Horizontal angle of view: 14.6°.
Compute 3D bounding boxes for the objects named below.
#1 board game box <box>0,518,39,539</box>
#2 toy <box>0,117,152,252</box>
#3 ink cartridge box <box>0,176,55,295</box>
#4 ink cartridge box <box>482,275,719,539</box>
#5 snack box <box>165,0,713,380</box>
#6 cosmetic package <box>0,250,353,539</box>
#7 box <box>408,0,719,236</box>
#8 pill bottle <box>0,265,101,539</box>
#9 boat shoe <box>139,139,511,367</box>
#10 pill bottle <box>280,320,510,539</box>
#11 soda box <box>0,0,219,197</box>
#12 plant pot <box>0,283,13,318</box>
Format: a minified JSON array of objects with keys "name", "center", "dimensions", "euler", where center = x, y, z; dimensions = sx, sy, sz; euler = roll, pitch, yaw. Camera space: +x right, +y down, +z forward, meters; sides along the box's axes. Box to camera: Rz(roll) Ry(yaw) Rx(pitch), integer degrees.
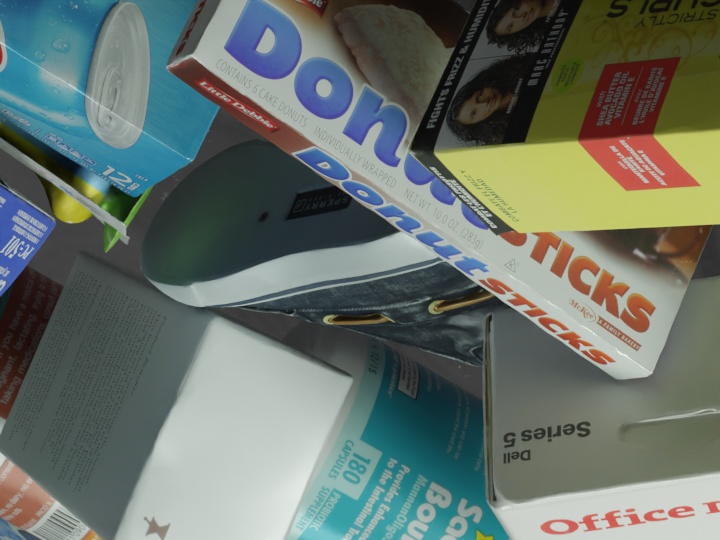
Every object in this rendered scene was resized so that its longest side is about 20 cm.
[{"name":"board game box","center":[-0.121,0.167,1.591],"dimensions":[0.199,0.044,0.199],"euler":[31,163,-18]},{"name":"toy","center":[-0.158,-0.086,1.074],"dimensions":[0.200,0.047,0.115],"euler":[40,176,-2]},{"name":"ink cartridge box","center":[-0.211,-0.070,1.053],"dimensions":[0.200,0.044,0.094],"euler":[38,178,13]},{"name":"ink cartridge box","center":[0.140,0.086,1.048],"dimensions":[0.144,0.085,0.200],"euler":[-9,147,15]},{"name":"snack box","center":[0.032,-0.045,0.940],"dimensions":[0.199,0.072,0.024],"euler":[34,159,-22]},{"name":"cosmetic package","center":[-0.084,0.061,1.197],"dimensions":[0.071,0.102,0.200],"euler":[24,180,-22]},{"name":"box","center":[0.106,-0.055,0.832],"dimensions":[0.050,0.076,0.199],"euler":[39,156,-33]},{"name":"pill bottle","center":[-0.180,0.049,1.347],"dimensions":[0.199,0.113,0.112],"euler":[31,158,-14]},{"name":"boat shoe","center":[0.000,0.000,1.081],"dimensions":[0.091,0.071,0.200],"euler":[40,154,-30]},{"name":"pill bottle","center":[0.038,0.111,1.250],"dimensions":[0.199,0.111,0.111],"euler":[29,159,-12]},{"name":"soda box","center":[-0.137,-0.109,0.984],"dimensions":[0.199,0.068,0.064],"euler":[31,159,-15]},{"name":"plant pot","center":[-0.257,-0.008,1.181],"dimensions":[0.199,0.197,0.196],"euler":[8,160,24]}]
